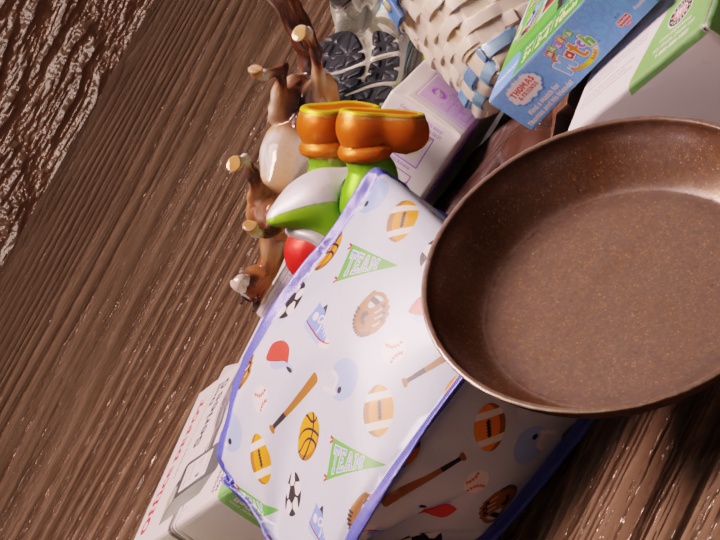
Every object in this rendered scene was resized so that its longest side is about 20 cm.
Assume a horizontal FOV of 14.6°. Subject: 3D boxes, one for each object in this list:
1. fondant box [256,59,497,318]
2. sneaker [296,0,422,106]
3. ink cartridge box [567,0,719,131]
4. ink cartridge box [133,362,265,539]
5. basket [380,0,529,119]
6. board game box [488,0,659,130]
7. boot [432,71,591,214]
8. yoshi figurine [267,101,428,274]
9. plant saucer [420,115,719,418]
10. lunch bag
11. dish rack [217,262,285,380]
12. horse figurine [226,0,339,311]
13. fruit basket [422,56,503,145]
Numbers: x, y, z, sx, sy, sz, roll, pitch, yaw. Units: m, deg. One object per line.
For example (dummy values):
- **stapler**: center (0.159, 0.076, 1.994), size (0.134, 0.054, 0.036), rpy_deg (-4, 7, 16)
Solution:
- **fondant box**: center (0.021, -0.053, 1.881), size (0.200, 0.058, 0.144), rpy_deg (-59, -6, 30)
- **sneaker**: center (0.011, -0.131, 1.933), size (0.077, 0.086, 0.201), rpy_deg (-1, 50, 25)
- **ink cartridge box**: center (0.207, -0.154, 1.554), size (0.146, 0.084, 0.201), rpy_deg (-40, 22, 54)
- **ink cartridge box**: center (-0.059, 0.128, 1.851), size (0.200, 0.084, 0.146), rpy_deg (-37, 25, 54)
- **basket**: center (0.080, -0.210, 1.781), size (0.176, 0.201, 0.139), rpy_deg (-25, -10, -10)
- **board game box**: center (0.148, -0.195, 1.602), size (0.151, 0.036, 0.201), rpy_deg (-47, 16, 53)
- **boot**: center (0.084, -0.028, 1.755), size (0.200, 0.064, 0.187), rpy_deg (-38, 21, 57)
- **yoshi figurine**: center (0.011, -0.001, 1.738), size (0.112, 0.111, 0.201), rpy_deg (-16, -70, -70)
- **plant saucer**: center (0.130, 0.005, 1.401), size (0.199, 0.037, 0.201), rpy_deg (-11, 44, 11)
- **lunch bag**: center (0.020, 0.078, 1.538), size (0.200, 0.124, 0.170), rpy_deg (-52, 40, 5)
- **dish rack**: center (-0.039, 0.034, 2.069), size (0.200, 0.043, 0.172), rpy_deg (-27, 33, 62)
- **horse figurine**: center (-0.051, -0.082, 1.819), size (0.133, 0.050, 0.201), rpy_deg (50, -129, -72)
- **fruit basket**: center (0.064, -0.135, 2.033), size (0.200, 0.093, 0.186), rpy_deg (35, 100, 55)
